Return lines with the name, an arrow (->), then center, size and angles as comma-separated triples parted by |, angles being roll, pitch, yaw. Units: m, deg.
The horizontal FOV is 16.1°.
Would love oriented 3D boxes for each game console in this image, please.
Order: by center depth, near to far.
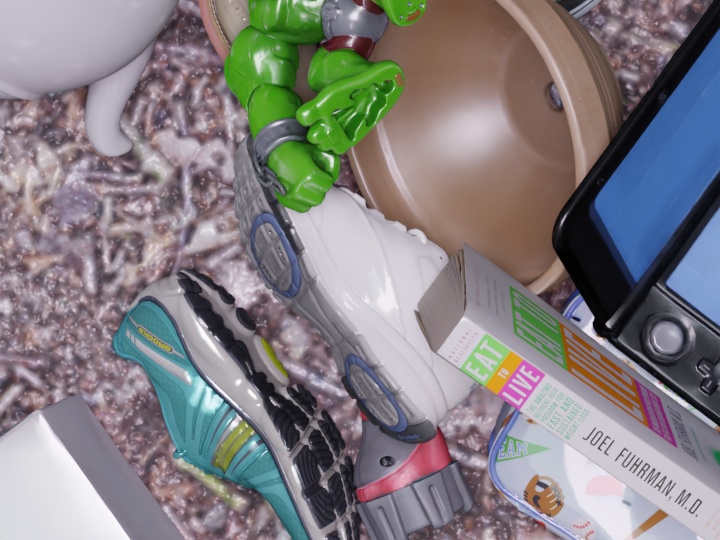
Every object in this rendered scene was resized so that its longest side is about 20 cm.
game console -> 0.217, -0.035, 1.407 | 0.176, 0.116, 0.200 | 37, 79, 1

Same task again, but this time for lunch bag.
lunch bag -> 0.185, 0.102, 1.487 | 0.199, 0.076, 0.161 | 30, 93, 2

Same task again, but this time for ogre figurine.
ogre figurine -> -0.018, -0.143, 1.398 | 0.098, 0.120, 0.201 | -6, 115, -32

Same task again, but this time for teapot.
teapot -> -0.210, -0.168, 1.451 | 0.200, 0.197, 0.146 | 43, 104, 12

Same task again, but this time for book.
book -> 0.124, 0.075, 1.369 | 0.200, 0.134, 0.048 | 35, 101, -9

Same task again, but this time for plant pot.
plant pot -> 0.085, -0.089, 1.458 | 0.092, 0.201, 0.202 | -23, 90, -36

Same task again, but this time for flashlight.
flashlight -> -0.001, 0.060, 1.502 | 0.068, 0.068, 0.201 | -24, 91, 11

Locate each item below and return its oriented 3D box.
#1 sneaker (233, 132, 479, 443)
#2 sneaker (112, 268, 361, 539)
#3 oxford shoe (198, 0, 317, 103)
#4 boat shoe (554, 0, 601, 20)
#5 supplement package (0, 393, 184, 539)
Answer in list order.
sneaker -> 0.000, 0.000, 1.454 | 0.087, 0.074, 0.200 | -36, 93, -25
sneaker -> -0.071, 0.094, 1.514 | 0.080, 0.077, 0.200 | -38, 84, 23
oxford shoe -> -0.054, -0.177, 1.467 | 0.073, 0.071, 0.201 | -9, 118, 27
boat shoe -> 0.148, -0.225, 1.483 | 0.072, 0.071, 0.200 | 37, 94, 1
supplement package -> -0.198, 0.208, 1.474 | 0.200, 0.147, 0.192 | -36, 89, 3
